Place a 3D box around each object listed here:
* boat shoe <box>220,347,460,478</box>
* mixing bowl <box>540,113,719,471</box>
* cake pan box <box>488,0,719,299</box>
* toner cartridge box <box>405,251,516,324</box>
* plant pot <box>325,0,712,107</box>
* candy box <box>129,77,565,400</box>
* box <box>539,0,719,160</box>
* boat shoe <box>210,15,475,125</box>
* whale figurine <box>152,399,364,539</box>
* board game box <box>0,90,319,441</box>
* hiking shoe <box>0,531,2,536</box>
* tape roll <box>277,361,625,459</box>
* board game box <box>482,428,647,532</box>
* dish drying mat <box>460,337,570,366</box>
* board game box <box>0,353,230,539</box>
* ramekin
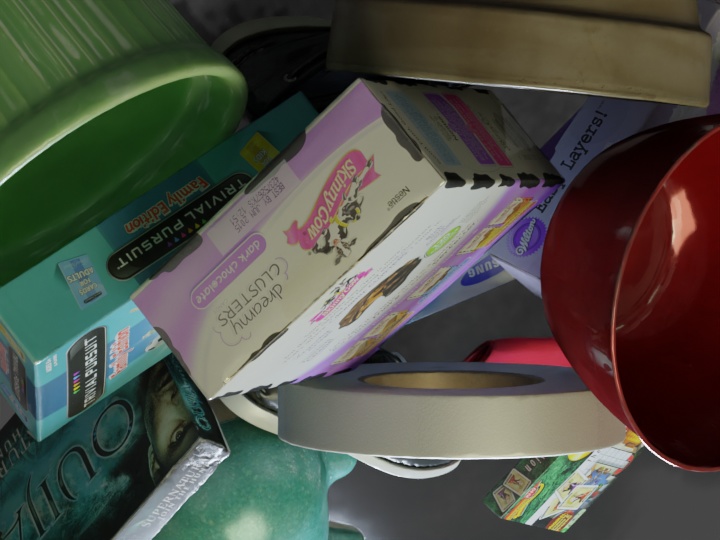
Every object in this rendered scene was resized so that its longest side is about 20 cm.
[{"bbox_3d":[0.001,0.076,1.745,0.200,0.076,0.060,14,123,-44],"label":"boat shoe"},{"bbox_3d":[0.170,0.000,1.539,0.200,0.108,0.200,-14,112,-38],"label":"mixing bowl"},{"bbox_3d":[0.182,-0.036,1.649,0.200,0.052,0.184,-55,133,-7],"label":"cake pan box"},{"bbox_3d":[0.000,0.000,1.650,0.200,0.095,0.043,-22,118,-8],"label":"toner cartridge box"},{"bbox_3d":[0.090,-0.178,1.458,0.200,0.200,0.174,5,94,-33],"label":"plant pot"},{"bbox_3d":[-0.003,-0.018,1.465,0.168,0.072,0.200,-42,168,17],"label":"candy box"},{"bbox_3d":[0.182,-0.064,1.736,0.200,0.039,0.137,-45,135,16],"label":"box"},{"bbox_3d":[0.017,-0.110,1.577,0.199,0.066,0.075,-5,134,-25],"label":"boat shoe"},{"bbox_3d":[-0.062,0.164,1.774,0.159,0.104,0.200,-35,139,5],"label":"whale figurine"},{"bbox_3d":[-0.104,0.001,1.524,0.200,0.047,0.151,-35,168,-15],"label":"board game box"},{"bbox_3d":[-0.255,0.091,1.595,0.101,0.076,0.200,2,146,5],"label":"hiking shoe"},{"bbox_3d":[0.052,0.078,1.619,0.203,0.203,0.037,-2,93,-28],"label":"tape roll"},{"bbox_3d":[0.174,0.093,1.871,0.200,0.023,0.105,-48,150,13],"label":"board game box"},{"bbox_3d":[0.117,0.070,1.808,0.200,0.018,0.077,2,132,-52],"label":"dish drying mat"},{"bbox_3d":[-0.165,0.123,1.651,0.028,0.135,0.200,22,117,-42],"label":"board game box"},{"bbox_3d":[-0.165,-0.074,1.437,0.200,0.098,0.200,-34,166,-10],"label":"ramekin"}]
